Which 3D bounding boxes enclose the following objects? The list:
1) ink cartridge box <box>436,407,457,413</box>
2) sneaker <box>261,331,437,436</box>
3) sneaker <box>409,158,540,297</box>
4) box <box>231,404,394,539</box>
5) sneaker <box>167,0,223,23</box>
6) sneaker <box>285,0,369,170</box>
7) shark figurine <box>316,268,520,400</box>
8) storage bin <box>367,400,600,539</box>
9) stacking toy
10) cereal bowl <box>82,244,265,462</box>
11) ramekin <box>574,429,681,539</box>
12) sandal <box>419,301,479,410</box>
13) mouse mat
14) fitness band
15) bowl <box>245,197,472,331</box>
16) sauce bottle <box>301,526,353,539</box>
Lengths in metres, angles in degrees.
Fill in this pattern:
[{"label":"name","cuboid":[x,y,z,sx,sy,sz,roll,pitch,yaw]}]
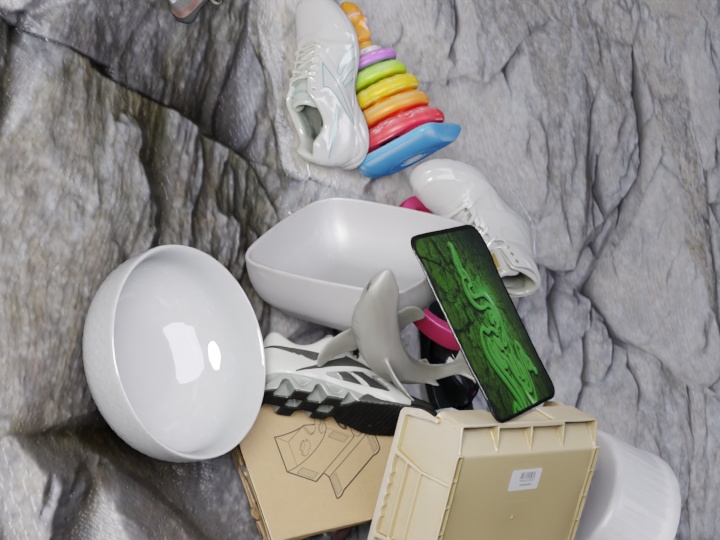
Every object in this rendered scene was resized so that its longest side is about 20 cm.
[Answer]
[{"label":"ink cartridge box","cuboid":[0.109,0.270,1.803,0.145,0.083,0.200,26,59,-42]},{"label":"sneaker","cuboid":[-0.011,0.107,1.635,0.200,0.074,0.089,17,53,-25]},{"label":"sneaker","cuboid":[0.141,-0.044,1.886,0.200,0.074,0.116,32,32,-37]},{"label":"box","cuboid":[-0.037,0.180,1.636,0.200,0.021,0.164,-7,67,-37]},{"label":"sneaker","cuboid":[-0.157,-0.326,1.710,0.200,0.077,0.082,-55,147,-43]},{"label":"sneaker","cuboid":[-0.044,-0.210,1.792,0.080,0.070,0.201,-4,82,-48]},{"label":"shark figurine","cuboid":[0.051,0.094,1.582,0.214,0.128,0.090,33,19,-45]},{"label":"storage bin","cuboid":[0.123,0.228,1.635,0.200,0.094,0.199,2,108,-39]},{"label":"stacking toy","cuboid":[0.018,-0.215,1.857,0.200,0.110,0.116,65,23,6]},{"label":"cereal bowl","cuboid":[-0.183,0.081,1.512,0.200,0.083,0.200,19,64,-46]},{"label":"ramekin","cuboid":[0.265,0.282,1.908,0.098,0.200,0.201,33,53,-30]},{"label":"sandal","cuboid":[0.106,0.095,1.887,0.075,0.048,0.201,1,76,-51]},{"label":"mouse mat","cuboid":[0.124,0.048,1.621,0.161,0.008,0.200,-14,78,-62]},{"label":"fitness band","cuboid":[0.090,0.001,1.871,0.144,0.037,0.200,28,39,-34]},{"label":"bowl","cuboid":[0.000,0.000,1.692,0.200,0.199,0.075,-41,137,-52]},{"label":"sauce bottle","cuboid":[-0.025,0.228,1.673,0.066,0.066,0.200,55,44,-23]}]
